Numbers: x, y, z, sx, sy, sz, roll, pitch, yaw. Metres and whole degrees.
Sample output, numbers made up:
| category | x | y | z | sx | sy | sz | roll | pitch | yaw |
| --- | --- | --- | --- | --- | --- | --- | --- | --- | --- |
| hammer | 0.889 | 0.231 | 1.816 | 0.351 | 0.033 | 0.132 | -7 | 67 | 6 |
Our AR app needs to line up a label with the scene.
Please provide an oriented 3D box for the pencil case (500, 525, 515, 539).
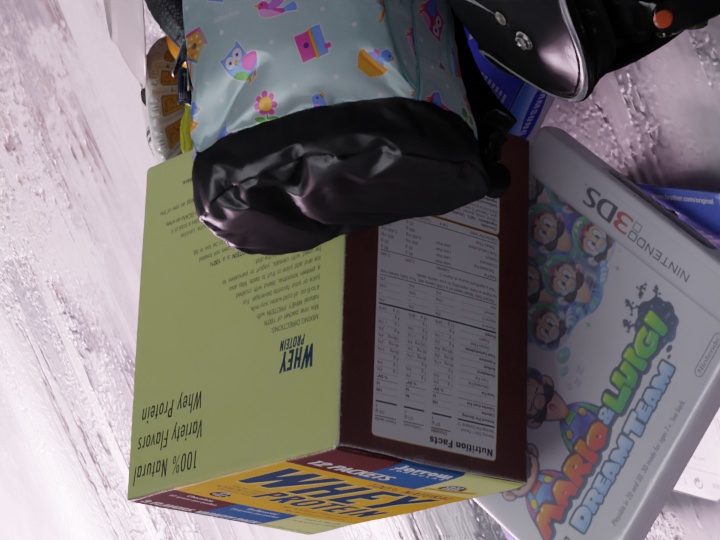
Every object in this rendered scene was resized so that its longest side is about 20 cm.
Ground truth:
| category | x | y | z | sx | sy | sz | roll | pitch | yaw |
| --- | --- | --- | --- | --- | --- | --- | --- | --- | --- |
| pencil case | 0.103 | 0.120 | 1.502 | 0.078 | 0.087 | 0.200 | -1 | 141 | 23 |

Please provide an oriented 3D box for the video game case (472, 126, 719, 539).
| category | x | y | z | sx | sy | sz | roll | pitch | yaw |
| --- | --- | --- | --- | --- | --- | --- | --- | --- | --- |
| video game case | 0.117 | 0.050 | 1.354 | 0.182 | 0.024 | 0.201 | 41 | 113 | 38 |

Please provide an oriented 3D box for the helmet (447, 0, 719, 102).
| category | x | y | z | sx | sy | sz | roll | pitch | yaw |
| --- | --- | --- | --- | --- | --- | --- | --- | --- | --- |
| helmet | 0.118 | -0.179 | 1.175 | 0.191 | 0.199 | 0.201 | -139 | 31 | -63 |

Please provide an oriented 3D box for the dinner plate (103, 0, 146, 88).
| category | x | y | z | sx | sy | sz | roll | pitch | yaw |
| --- | --- | --- | --- | --- | --- | --- | --- | --- | --- |
| dinner plate | -0.166 | -0.223 | 1.667 | 0.200 | 0.024 | 0.201 | 173 | 90 | -83 |

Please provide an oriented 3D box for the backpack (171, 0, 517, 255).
| category | x | y | z | sx | sy | sz | roll | pitch | yaw |
| --- | --- | --- | --- | --- | --- | --- | --- | --- | --- |
| backpack | -0.017 | -0.124 | 1.239 | 0.127 | 0.166 | 0.201 | 46 | -144 | -64 |

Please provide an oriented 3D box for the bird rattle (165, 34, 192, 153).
| category | x | y | z | sx | sy | sz | roll | pitch | yaw |
| --- | --- | --- | --- | --- | --- | --- | --- | --- | --- |
| bird rattle | -0.105 | -0.169 | 1.639 | 0.201 | 0.112 | 0.163 | 67 | 167 | -3 |

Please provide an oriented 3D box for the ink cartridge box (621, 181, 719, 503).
| category | x | y | z | sx | sy | sz | roll | pitch | yaw |
| --- | --- | --- | --- | --- | --- | --- | --- | --- | --- |
| ink cartridge box | 0.196 | 0.038 | 1.379 | 0.119 | 0.042 | 0.201 | 11 | 124 | 56 |

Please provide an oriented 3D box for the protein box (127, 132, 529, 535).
| category | x | y | z | sx | sy | sz | roll | pitch | yaw |
| --- | --- | --- | --- | --- | --- | --- | --- | --- | --- |
| protein box | -0.018 | 0.029 | 1.380 | 0.198 | 0.134 | 0.201 | -19 | 63 | 49 |

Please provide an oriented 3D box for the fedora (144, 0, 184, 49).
| category | x | y | z | sx | sy | sz | roll | pitch | yaw |
| --- | --- | --- | --- | --- | --- | --- | --- | --- | --- |
| fedora | -0.033 | -0.162 | 1.390 | 0.201 | 0.200 | 0.092 | 52 | 156 | 17 |

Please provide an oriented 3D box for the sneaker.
| category | x | y | z | sx | sy | sz | roll | pitch | yaw |
| --- | --- | --- | --- | --- | --- | --- | --- | --- | --- |
| sneaker | -0.125 | -0.074 | 1.768 | 0.088 | 0.075 | 0.201 | 13 | 124 | 54 |

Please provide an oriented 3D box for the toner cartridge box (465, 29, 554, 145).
| category | x | y | z | sx | sy | sz | roll | pitch | yaw |
| --- | --- | --- | --- | --- | --- | --- | --- | --- | --- |
| toner cartridge box | 0.044 | -0.069 | 1.471 | 0.095 | 0.043 | 0.200 | 46 | 129 | 26 |
